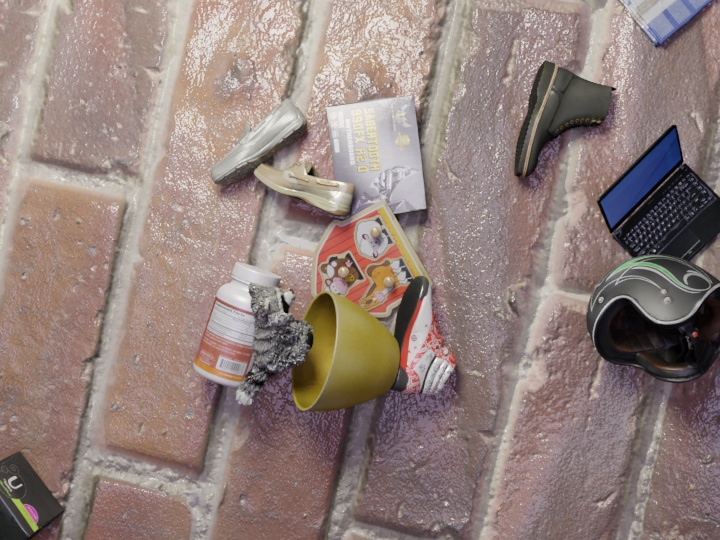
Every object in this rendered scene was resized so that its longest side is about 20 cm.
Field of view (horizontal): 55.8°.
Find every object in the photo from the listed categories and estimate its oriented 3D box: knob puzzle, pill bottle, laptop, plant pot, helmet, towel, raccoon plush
[{"bbox_3d":[0.000,0.000,1.193,0.217,0.030,0.222,1,106,2],"label":"knob puzzle"},{"bbox_3d":[-0.211,0.094,1.194,0.111,0.112,0.202,20,92,4],"label":"pill bottle"},{"bbox_3d":[0.514,-0.104,1.136,0.177,0.103,0.200,-45,87,4],"label":"laptop"},{"bbox_3d":[-0.017,0.147,1.155,0.141,0.200,0.202,14,92,-22],"label":"plant pot"},{"bbox_3d":[0.471,0.069,1.099,0.199,0.190,0.202,-13,112,-35],"label":"helmet"},{"bbox_3d":[0.503,-0.506,1.172,0.147,0.024,0.200,-40,89,2],"label":"towel"},{"bbox_3d":[-0.164,0.119,1.106,0.096,0.134,0.201,18,72,46],"label":"raccoon plush"}]

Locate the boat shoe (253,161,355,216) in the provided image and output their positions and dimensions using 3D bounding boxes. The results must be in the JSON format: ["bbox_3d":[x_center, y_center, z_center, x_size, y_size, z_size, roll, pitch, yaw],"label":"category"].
[{"bbox_3d":[-0.097,-0.156,1.182,0.199,0.072,0.066,25,103,26],"label":"boat shoe"}]

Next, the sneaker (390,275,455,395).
[{"bbox_3d":[0.117,0.117,1.184,0.107,0.067,0.203,14,88,-22],"label":"sneaker"}]

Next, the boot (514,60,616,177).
[{"bbox_3d":[0.350,-0.244,1.165,0.137,0.077,0.202,16,93,-1],"label":"boot"}]

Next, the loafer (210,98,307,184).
[{"bbox_3d":[-0.188,-0.227,1.213,0.199,0.070,0.070,-36,81,-2],"label":"loafer"}]

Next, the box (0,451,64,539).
[{"bbox_3d":[-0.680,0.458,1.231,0.199,0.124,0.149,-38,89,3],"label":"box"}]

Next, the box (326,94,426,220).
[{"bbox_3d":[0.029,-0.196,1.202,0.157,0.048,0.202,-6,91,5],"label":"box"}]
